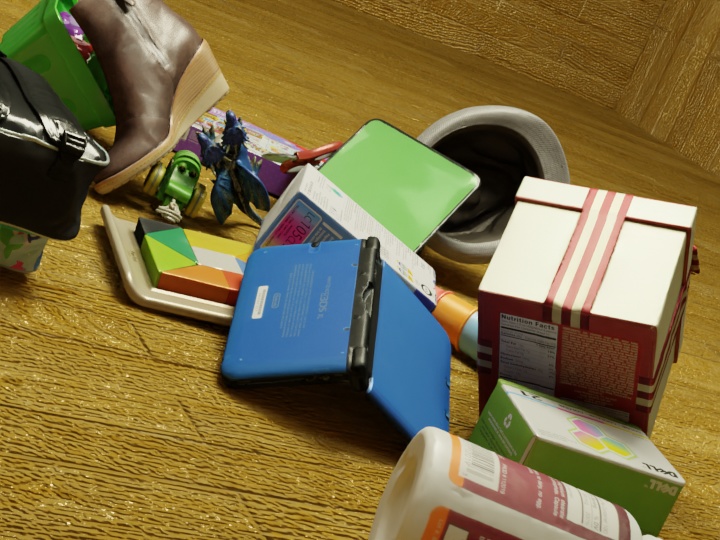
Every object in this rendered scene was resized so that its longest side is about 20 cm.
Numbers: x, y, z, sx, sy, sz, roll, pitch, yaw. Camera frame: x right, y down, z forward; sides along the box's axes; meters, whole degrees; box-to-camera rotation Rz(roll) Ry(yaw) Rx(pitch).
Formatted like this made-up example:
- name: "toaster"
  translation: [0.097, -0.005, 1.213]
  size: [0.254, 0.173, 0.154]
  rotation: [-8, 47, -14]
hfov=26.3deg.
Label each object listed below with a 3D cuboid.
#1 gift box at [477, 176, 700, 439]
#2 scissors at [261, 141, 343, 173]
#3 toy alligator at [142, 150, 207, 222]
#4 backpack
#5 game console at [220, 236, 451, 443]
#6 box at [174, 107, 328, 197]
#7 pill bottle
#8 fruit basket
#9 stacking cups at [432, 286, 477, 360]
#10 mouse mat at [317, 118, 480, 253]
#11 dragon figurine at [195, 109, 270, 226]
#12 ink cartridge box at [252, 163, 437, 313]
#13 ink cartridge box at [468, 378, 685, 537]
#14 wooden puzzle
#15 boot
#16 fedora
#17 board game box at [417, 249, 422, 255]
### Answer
- name: "gift box"
  translation: [0.197, 0.041, 1.389]
  size: [0.182, 0.202, 0.188]
  rotation: [15, 45, 14]
- name: "scissors"
  translation: [-0.082, -0.118, 1.694]
  size: [0.199, 0.073, 0.014]
  rotation: [-19, 87, -63]
- name: "toy alligator"
  translation: [-0.177, -0.087, 1.520]
  size: [0.059, 0.055, 0.200]
  rotation: [28, 6, -11]
- name: "backpack"
  translation: [-0.308, -0.101, 1.222]
  size: [0.176, 0.152, 0.200]
  rotation: [17, 24, -36]
- name: "game console"
  translation: [-0.014, 0.072, 1.289]
  size: [0.168, 0.120, 0.201]
  rotation: [-5, 30, 7]
- name: "box"
  translation: [-0.135, -0.141, 1.847]
  size: [0.198, 0.039, 0.137]
  rotation: [24, 16, -4]
- name: "pill bottle"
  translation: [0.110, 0.189, 0.990]
  size: [0.198, 0.115, 0.114]
  rotation: [24, 15, -6]
- name: "fruit basket"
  translation: [-0.270, -0.230, 1.630]
  size: [0.157, 0.214, 0.216]
  rotation: [62, 2, -22]
- name: "stacking cups"
  translation: [0.128, 0.068, 1.536]
  size: [0.199, 0.061, 0.060]
  rotation: [33, 17, 31]
- name: "mouse mat"
  translation: [0.016, -0.076, 1.685]
  size: [0.160, 0.008, 0.200]
  rotation: [32, 60, 23]
- name: "dragon figurine"
  translation: [-0.125, -0.087, 1.564]
  size: [0.058, 0.202, 0.100]
  rotation: [-15, 40, 0]
- name: "ink cartridge box"
  translation: [0.000, 0.000, 1.462]
  size: [0.199, 0.077, 0.137]
  rotation: [38, 13, -8]
- name: "ink cartridge box"
  translation: [0.184, 0.179, 1.212]
  size: [0.146, 0.077, 0.200]
  rotation: [19, 15, -21]
- name: "wooden puzzle"
  translation: [-0.131, 0.002, 1.381]
  size: [0.198, 0.038, 0.185]
  rotation: [19, 16, -23]
- name: "boot"
  translation: [-0.238, -0.190, 1.532]
  size: [0.167, 0.200, 0.072]
  rotation: [50, -32, -14]
- name: "fedora"
  translation: [0.135, -0.095, 1.788]
  size: [0.198, 0.179, 0.090]
  rotation: [-20, -1, -10]
- name: "board game box"
  translation: [0.019, -0.063, 1.820]
  size: [0.134, 0.035, 0.200]
  rotation: [30, 15, 2]
